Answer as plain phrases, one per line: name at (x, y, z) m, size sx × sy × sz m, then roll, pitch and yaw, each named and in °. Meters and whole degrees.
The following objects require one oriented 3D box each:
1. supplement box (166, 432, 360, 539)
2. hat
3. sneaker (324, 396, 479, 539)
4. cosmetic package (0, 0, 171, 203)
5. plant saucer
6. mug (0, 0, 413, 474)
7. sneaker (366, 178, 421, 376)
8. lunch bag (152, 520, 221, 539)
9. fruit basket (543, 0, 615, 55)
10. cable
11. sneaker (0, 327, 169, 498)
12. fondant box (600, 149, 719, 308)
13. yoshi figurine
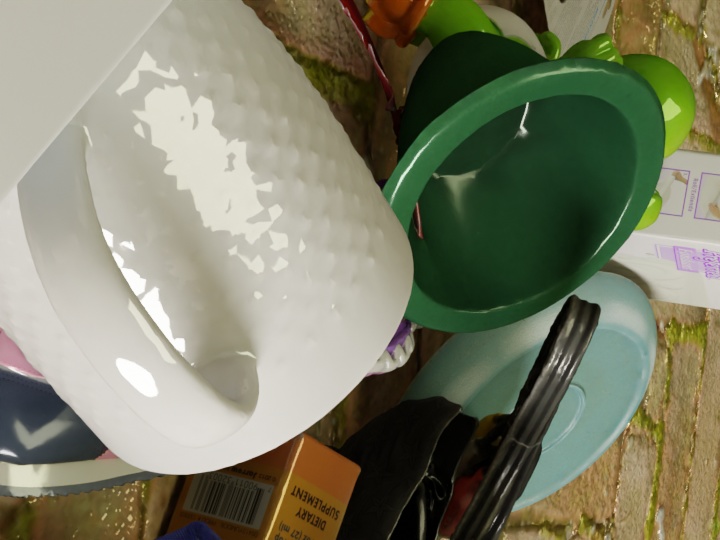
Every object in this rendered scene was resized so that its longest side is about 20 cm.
supplement box at (-0.069, 0.177, 0.784) m, size 0.067 × 0.069 × 0.200 m, roll 39°, pitch 67°, yaw -52°
hat at (0.046, -0.096, 0.821) m, size 0.165 × 0.176 × 0.200 m, roll -17°, pitch 138°, yaw -18°
sneaker at (-0.009, 0.161, 0.838) m, size 0.060 × 0.104 × 0.200 m, roll 40°, pitch 63°, yaw -52°
cosmetic package at (-0.157, -0.124, 0.467) m, size 0.200 × 0.200 × 0.123 m, roll -57°, pitch 142°, yaw -34°
plant saucer at (0.107, 0.087, 0.971) m, size 0.200 × 0.027 × 0.200 m, roll -22°, pitch 139°, yaw -20°
mug at (-0.079, -0.021, 0.555) m, size 0.175 × 0.147 × 0.200 m, roll 57°, pitch 11°, yaw -36°
sneaker at (0.000, 0.000, 0.849) m, size 0.200 × 0.080 × 0.089 m, roll -37°, pitch 120°, yaw -60°
lunch bag at (-0.124, 0.219, 0.638) m, size 0.200 × 0.124 × 0.170 m, roll -19°, pitch 106°, yaw -22°
fruit basket at (0.148, -0.235, 1.044) m, size 0.200 × 0.094 × 0.186 m, roll 71°, pitch 39°, yaw -59°
cable at (0.073, 0.089, 0.840) m, size 0.097 × 0.050 × 0.200 m, roll -58°, pitch 168°, yaw -35°
sneaker at (-0.101, 0.048, 0.706) m, size 0.200 × 0.070 × 0.082 m, roll -6°, pitch 103°, yaw -58°
fondant box at (0.180, -0.027, 0.966) m, size 0.144 × 0.200 × 0.058 m, roll 48°, pitch 52°, yaw -68°
yoshi figurine at (0.104, -0.112, 0.864) m, size 0.200 × 0.112 × 0.112 m, roll 41°, pitch 48°, yaw -3°
